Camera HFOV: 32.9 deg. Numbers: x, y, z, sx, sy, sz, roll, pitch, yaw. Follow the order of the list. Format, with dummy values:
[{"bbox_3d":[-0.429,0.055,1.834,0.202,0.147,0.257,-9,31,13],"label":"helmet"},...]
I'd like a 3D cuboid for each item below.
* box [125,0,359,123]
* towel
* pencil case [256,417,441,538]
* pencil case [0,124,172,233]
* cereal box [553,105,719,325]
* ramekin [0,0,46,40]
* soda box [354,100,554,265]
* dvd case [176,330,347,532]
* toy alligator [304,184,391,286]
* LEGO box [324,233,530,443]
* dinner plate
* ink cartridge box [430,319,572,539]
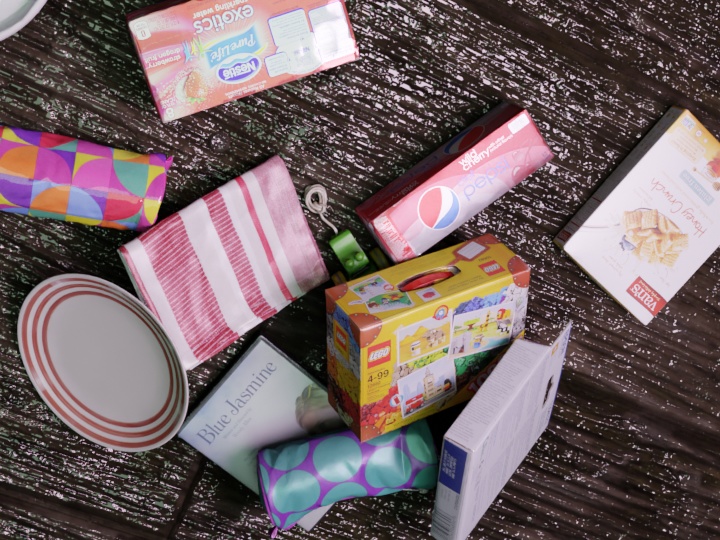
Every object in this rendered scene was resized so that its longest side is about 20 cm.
[{"bbox_3d":[-0.113,-0.223,1.161,0.199,0.095,0.103,-20,109,-6],"label":"box"},{"bbox_3d":[-0.130,-0.008,1.213,0.200,0.023,0.145,-34,112,-29],"label":"towel"},{"bbox_3d":[-0.011,0.212,1.293,0.199,0.085,0.093,-13,94,-9],"label":"pencil case"},{"bbox_3d":[-0.282,-0.089,1.170,0.199,0.088,0.089,10,103,-17],"label":"pencil case"},{"bbox_3d":[0.328,-0.059,1.337,0.144,0.040,0.200,39,94,-19],"label":"cereal box"},{"bbox_3d":[-0.364,-0.301,1.083,0.201,0.094,0.204,-3,105,-12],"label":"ramekin"},{"bbox_3d":[0.096,-0.090,1.259,0.200,0.070,0.064,-36,110,-2],"label":"soda box"},{"bbox_3d":[-0.082,0.177,1.321,0.200,0.018,0.143,40,94,-19],"label":"dvd case"},{"bbox_3d":[0.000,0.000,1.271,0.059,0.054,0.200,-33,110,-3],"label":"toy alligator"},{"bbox_3d":[0.067,0.067,1.245,0.199,0.077,0.150,-19,130,-24],"label":"LEGO box"},{"bbox_3d":[-0.253,0.090,1.207,0.199,0.024,0.201,13,121,22],"label":"dinner plate"},{"bbox_3d":[0.145,0.167,1.278,0.200,0.043,0.197,-48,155,-34],"label":"ink cartridge box"}]
